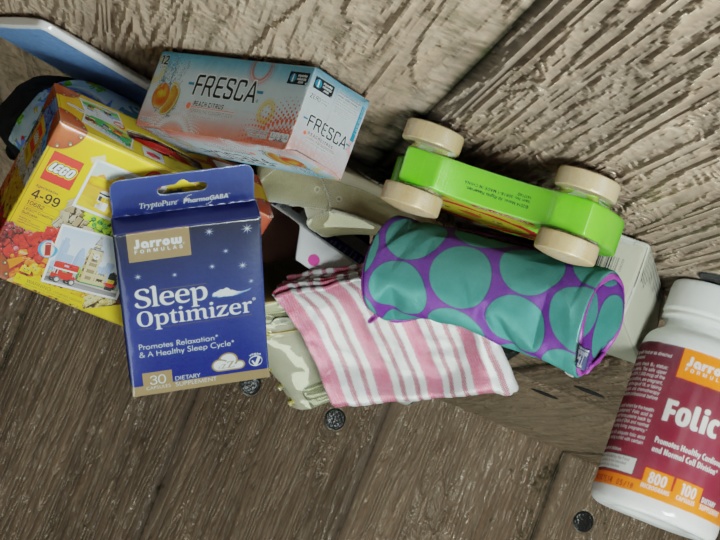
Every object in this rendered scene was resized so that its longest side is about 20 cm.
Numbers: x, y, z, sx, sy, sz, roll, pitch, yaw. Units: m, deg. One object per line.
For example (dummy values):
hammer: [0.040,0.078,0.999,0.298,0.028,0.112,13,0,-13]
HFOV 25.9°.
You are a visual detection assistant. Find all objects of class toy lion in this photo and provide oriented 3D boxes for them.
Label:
toy lion: [0.111,-0.051,1.214,0.198,0.069,0.191,19,178,20]

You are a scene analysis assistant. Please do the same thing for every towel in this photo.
towel: [0.030,0.059,1.379,0.198,0.030,0.147,-7,123,34]

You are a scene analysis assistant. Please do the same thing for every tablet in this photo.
tablet: [-0.237,-0.181,1.432,0.199,0.014,0.129,30,169,-38]

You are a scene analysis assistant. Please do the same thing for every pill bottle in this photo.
pill bottle: [0.280,0.118,1.336,0.113,0.202,0.114,20,172,3]

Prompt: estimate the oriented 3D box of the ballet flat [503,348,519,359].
ballet flat: [0.116,0.037,1.427,0.057,0.066,0.200,57,178,28]

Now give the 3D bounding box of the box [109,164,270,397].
box: [-0.139,0.012,1.288,0.119,0.202,0.033,-8,-145,-9]

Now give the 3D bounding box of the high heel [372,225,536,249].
high heel: [0.093,-0.017,1.447,0.198,0.068,0.096,22,166,23]

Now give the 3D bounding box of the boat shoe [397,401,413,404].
boat shoe: [0.105,0.067,1.545,0.063,0.200,0.071,29,-151,-18]

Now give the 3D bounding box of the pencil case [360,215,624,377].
pencil case: [0.102,0.021,1.232,0.198,0.094,0.085,17,-157,24]

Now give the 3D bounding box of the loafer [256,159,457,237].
loafer: [-0.007,-0.057,1.353,0.199,0.069,0.075,27,-164,22]

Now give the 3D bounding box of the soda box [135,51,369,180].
soda box: [-0.088,-0.122,1.216,0.199,0.069,0.063,14,171,46]

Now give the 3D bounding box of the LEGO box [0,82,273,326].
LEGO box: [-0.197,-0.041,1.309,0.198,0.150,0.077,23,-158,-27]

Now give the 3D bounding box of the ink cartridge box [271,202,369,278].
ink cartridge box: [0.000,0.000,1.436,0.199,0.037,0.095,37,-167,-1]

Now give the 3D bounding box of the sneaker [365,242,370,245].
sneaker: [-0.029,0.019,1.590,0.197,0.113,0.077,12,-167,-11]

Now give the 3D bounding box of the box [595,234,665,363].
box: [0.212,0.021,1.359,0.081,0.069,0.200,20,172,18]

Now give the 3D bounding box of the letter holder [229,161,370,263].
letter holder: [-0.100,-0.060,1.577,0.199,0.142,0.101,26,-146,-53]

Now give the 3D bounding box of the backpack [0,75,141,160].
backpack: [-0.215,-0.091,1.436,0.201,0.154,0.163,53,-169,31]

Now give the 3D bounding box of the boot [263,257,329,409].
boot: [-0.099,0.067,1.516,0.198,0.073,0.155,-7,133,25]
